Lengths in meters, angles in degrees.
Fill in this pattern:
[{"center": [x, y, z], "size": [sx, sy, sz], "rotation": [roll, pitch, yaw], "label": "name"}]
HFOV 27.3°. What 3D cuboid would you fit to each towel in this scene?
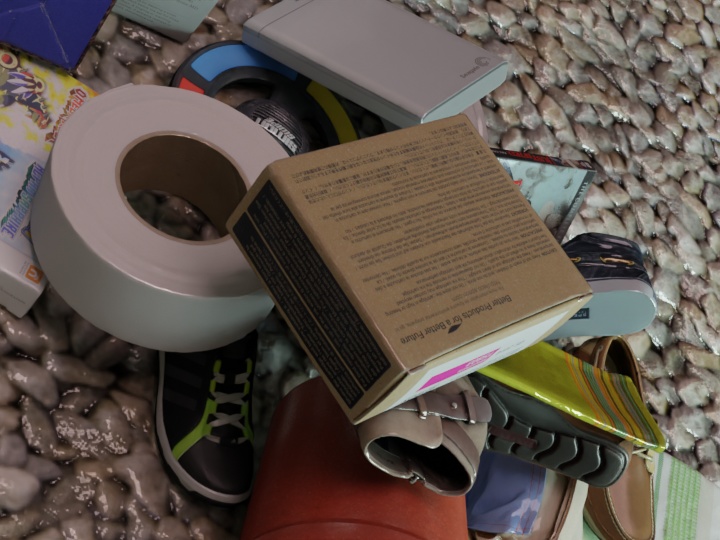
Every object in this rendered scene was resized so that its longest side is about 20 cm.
[{"center": [0.264, 0.228, 1.353], "size": [0.199, 0.031, 0.150], "rotation": [32, 46, -14], "label": "towel"}, {"center": [0.145, 0.077, 1.110], "size": [0.199, 0.018, 0.086], "rotation": [25, 22, -30], "label": "towel"}]

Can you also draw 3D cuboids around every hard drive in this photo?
[{"center": [0.013, -0.193, 1.308], "size": [0.199, 0.027, 0.132], "rotation": [31, 45, 25], "label": "hard drive"}]

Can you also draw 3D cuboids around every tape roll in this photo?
[{"center": [-0.140, -0.042, 1.097], "size": [0.201, 0.071, 0.203], "rotation": [14, 49, -17], "label": "tape roll"}]

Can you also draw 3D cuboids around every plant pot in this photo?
[{"center": [-0.003, 0.192, 1.070], "size": [0.200, 0.201, 0.196], "rotation": [28, 42, -20], "label": "plant pot"}]

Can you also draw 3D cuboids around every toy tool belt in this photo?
[{"center": [0.120, 0.162, 1.217], "size": [0.123, 0.125, 0.201], "rotation": [30, 48, -30], "label": "toy tool belt"}]

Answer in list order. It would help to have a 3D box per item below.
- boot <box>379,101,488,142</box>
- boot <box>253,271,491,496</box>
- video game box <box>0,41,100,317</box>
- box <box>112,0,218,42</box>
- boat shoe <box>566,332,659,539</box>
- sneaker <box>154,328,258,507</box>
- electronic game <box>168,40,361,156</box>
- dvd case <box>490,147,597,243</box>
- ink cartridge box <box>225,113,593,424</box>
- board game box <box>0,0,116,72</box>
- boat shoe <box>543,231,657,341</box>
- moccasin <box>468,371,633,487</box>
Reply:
[{"center": [0.048, -0.185, 1.409], "size": [0.095, 0.074, 0.201], "rotation": [6, 51, -46], "label": "boot"}, {"center": [0.007, 0.065, 1.007], "size": [0.199, 0.070, 0.147], "rotation": [27, 35, -23], "label": "boot"}, {"center": [-0.290, -0.091, 1.120], "size": [0.182, 0.047, 0.201], "rotation": [33, 48, -19], "label": "video game box"}, {"center": [-0.145, -0.324, 1.264], "size": [0.106, 0.200, 0.153], "rotation": [21, 52, -25], "label": "box"}, {"center": [0.224, 0.146, 1.307], "size": [0.075, 0.074, 0.201], "rotation": [9, 56, -31], "label": "boat shoe"}, {"center": [-0.114, 0.077, 1.121], "size": [0.071, 0.083, 0.201], "rotation": [3, 62, -35], "label": "sneaker"}, {"center": [-0.080, -0.114, 1.293], "size": [0.199, 0.042, 0.201], "rotation": [19, 54, -27], "label": "electronic game"}, {"center": [0.105, -0.043, 1.323], "size": [0.199, 0.147, 0.022], "rotation": [4, 31, -36], "label": "dvd case"}, {"center": [0.035, -0.007, 0.992], "size": [0.199, 0.075, 0.165], "rotation": [-18, 69, -44], "label": "ink cartridge box"}, {"center": [-0.234, -0.289, 1.174], "size": [0.096, 0.160, 0.201], "rotation": [21, 38, -25], "label": "board game box"}, {"center": [0.166, 0.015, 1.349], "size": [0.199, 0.071, 0.091], "rotation": [0, 36, 0], "label": "boat shoe"}, {"center": [0.120, 0.099, 1.161], "size": [0.200, 0.074, 0.078], "rotation": [18, 33, -1], "label": "moccasin"}]
